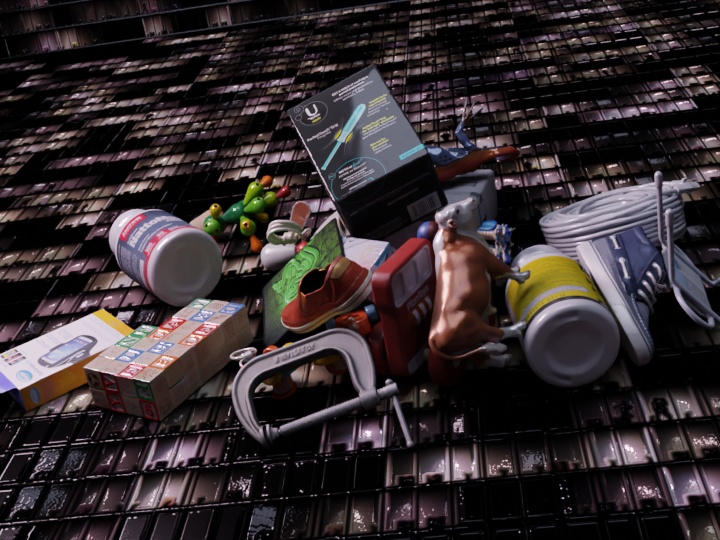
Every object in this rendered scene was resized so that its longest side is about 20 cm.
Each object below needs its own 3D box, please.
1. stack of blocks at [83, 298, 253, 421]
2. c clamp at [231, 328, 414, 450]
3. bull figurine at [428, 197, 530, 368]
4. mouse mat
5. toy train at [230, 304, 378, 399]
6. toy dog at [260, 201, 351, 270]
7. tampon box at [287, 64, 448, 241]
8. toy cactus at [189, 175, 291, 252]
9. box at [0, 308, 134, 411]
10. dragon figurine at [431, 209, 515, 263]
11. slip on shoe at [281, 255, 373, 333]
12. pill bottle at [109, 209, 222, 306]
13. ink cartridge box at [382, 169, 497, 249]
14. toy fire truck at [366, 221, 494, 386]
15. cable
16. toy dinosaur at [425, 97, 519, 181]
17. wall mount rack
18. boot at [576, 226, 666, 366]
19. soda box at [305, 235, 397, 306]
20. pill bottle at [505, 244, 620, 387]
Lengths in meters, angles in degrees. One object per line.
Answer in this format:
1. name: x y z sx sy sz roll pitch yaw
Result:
1. stack of blocks: -0.247 0.110 1.386 0.115 0.059 0.200 7 30 32
2. c clamp: -0.051 0.147 1.214 0.199 0.027 0.172 -16 57 7
3. bull figurine: 0.132 0.017 1.232 0.121 0.201 0.065 15 -22 -10
4. mouse mat: -0.082 0.015 1.479 0.161 0.008 0.200 -44 21 14
5. toy train: -0.060 0.106 1.342 0.199 0.056 0.150 -20 11 -9
6. toy dog: -0.057 -0.069 1.631 0.199 0.132 0.097 -4 54 -8
7. tampon box: 0.009 -0.163 1.523 0.149 0.126 0.200 -27 54 0
8. toy cactus: -0.212 -0.083 1.766 0.164 0.103 0.200 -16 21 34
9. box: -0.410 0.123 1.442 0.199 0.042 0.119 -28 31 -28
10. dragon figurine: 0.147 -0.043 1.420 0.099 0.059 0.200 10 4 -7
11. slip on shoe: -0.051 0.027 1.308 0.074 0.061 0.200 -56 14 -28
12. pill bottle: -0.308 -0.029 1.627 0.119 0.120 0.200 -24 29 -28
13. ink cartridge box: 0.117 -0.080 1.619 0.146 0.086 0.200 0 28 21
14. toy fire truck: 0.082 0.035 1.295 0.112 0.169 0.200 7 30 30
15. cable: 0.354 -0.067 1.486 0.199 0.070 0.200 -21 10 -25
16. toy dinosaur: 0.151 -0.157 1.629 0.180 0.105 0.201 5 61 10
17. wall mount rack: 0.408 -0.022 1.311 0.075 0.174 0.200 -44 14 24
18. boot: 0.337 0.023 1.286 0.090 0.073 0.201 -21 46 5
19. soda box: 0.000 0.000 1.439 0.069 0.064 0.200 -53 22 -11
20. pill bottle: 0.236 0.046 1.286 0.111 0.112 0.200 -9 26 1
